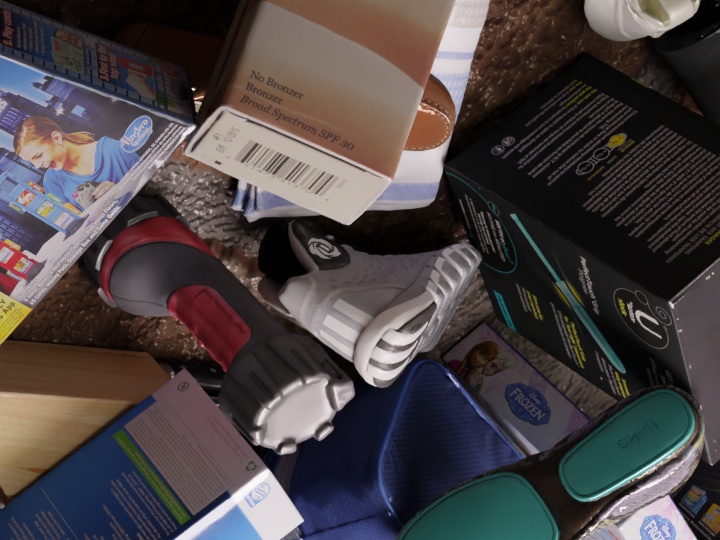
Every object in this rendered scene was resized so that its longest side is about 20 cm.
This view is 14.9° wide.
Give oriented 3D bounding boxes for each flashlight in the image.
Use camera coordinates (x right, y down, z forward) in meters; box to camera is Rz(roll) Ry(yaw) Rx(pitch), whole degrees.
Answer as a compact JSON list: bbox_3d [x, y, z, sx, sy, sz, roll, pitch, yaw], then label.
[{"bbox_3d":[-0.087,0.030,1.519,0.068,0.200,0.068,15,112,-40],"label":"flashlight"}]

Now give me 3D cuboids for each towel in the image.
[{"bbox_3d":[0.009,-0.120,1.607,0.147,0.024,0.200,-4,122,-35],"label":"towel"}]

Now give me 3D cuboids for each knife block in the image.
[{"bbox_3d":[-0.142,0.080,1.612,0.176,0.064,0.200,-34,134,-12],"label":"knife block"}]

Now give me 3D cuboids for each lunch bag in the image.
[{"bbox_3d":[0.019,0.158,1.696,0.132,0.136,0.200,-25,114,35],"label":"lunch bag"}]

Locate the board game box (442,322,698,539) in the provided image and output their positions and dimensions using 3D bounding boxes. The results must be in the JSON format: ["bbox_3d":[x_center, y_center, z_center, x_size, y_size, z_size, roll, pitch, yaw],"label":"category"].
[{"bbox_3d":[0.157,0.150,1.784,0.041,0.200,0.200,-40,136,-5],"label":"board game box"}]

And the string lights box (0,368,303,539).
[{"bbox_3d":[-0.144,0.157,1.547,0.200,0.103,0.059,-37,136,-6],"label":"string lights box"}]

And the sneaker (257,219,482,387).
[{"bbox_3d":[0.000,0.000,1.647,0.075,0.115,0.200,-62,173,14],"label":"sneaker"}]

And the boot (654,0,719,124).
[{"bbox_3d":[0.235,-0.087,1.761,0.165,0.066,0.200,-48,141,-13],"label":"boot"}]

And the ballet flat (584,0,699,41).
[{"bbox_3d":[0.171,-0.179,1.609,0.069,0.069,0.200,-32,155,-14],"label":"ballet flat"}]

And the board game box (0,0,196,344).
[{"bbox_3d":[-0.225,-0.071,1.422,0.200,0.062,0.200,33,114,-26],"label":"board game box"}]

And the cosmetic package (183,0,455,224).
[{"bbox_3d":[-0.008,-0.140,1.448,0.103,0.087,0.200,22,69,-11],"label":"cosmetic package"}]

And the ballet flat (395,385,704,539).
[{"bbox_3d":[0.114,0.138,1.603,0.200,0.072,0.072,-29,134,0],"label":"ballet flat"}]

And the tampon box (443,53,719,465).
[{"bbox_3d":[0.176,-0.010,1.671,0.126,0.200,0.150,-39,137,-18],"label":"tampon box"}]

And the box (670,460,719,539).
[{"bbox_3d":[0.279,0.122,1.851,0.161,0.200,0.049,-51,136,6],"label":"box"}]

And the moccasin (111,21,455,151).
[{"bbox_3d":[-0.042,-0.089,1.518,0.201,0.078,0.074,9,141,-25],"label":"moccasin"}]
